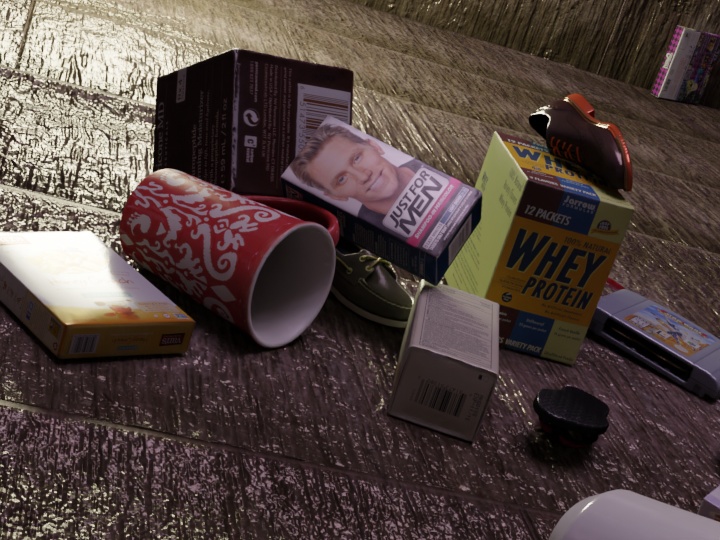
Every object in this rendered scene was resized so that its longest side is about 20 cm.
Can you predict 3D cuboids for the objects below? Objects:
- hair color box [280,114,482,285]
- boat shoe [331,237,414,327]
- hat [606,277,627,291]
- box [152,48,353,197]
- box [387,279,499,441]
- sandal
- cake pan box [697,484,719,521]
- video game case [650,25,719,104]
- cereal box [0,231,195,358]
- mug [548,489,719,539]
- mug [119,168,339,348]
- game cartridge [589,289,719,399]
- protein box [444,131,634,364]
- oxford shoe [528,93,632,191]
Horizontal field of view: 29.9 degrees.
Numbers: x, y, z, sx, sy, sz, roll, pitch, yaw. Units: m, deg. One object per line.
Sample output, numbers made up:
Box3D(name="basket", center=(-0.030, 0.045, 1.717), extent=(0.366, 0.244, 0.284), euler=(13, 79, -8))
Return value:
Box3D(name="hair color box", center=(0.022, -0.077, 1.460), extent=(0.199, 0.061, 0.100), euler=(27, 64, 18))
Box3D(name="boat shoe", center=(-0.002, 0.000, 1.551), extent=(0.072, 0.061, 0.201), euler=(1, 26, -42))
Box3D(name="hat", center=(0.228, -0.018, 1.761), extent=(0.199, 0.177, 0.165), euler=(-17, -8, 19))
Box3D(name="box", center=(-0.128, -0.153, 1.588), extent=(0.163, 0.167, 0.199), euler=(4, -5, -35))
Box3D(name="box", center=(0.088, 0.086, 1.374), extent=(0.094, 0.078, 0.200), euler=(18, 19, 1))
Box3D(name="sandal", center=(0.216, 0.154, 1.380), extent=(0.075, 0.045, 0.200), euler=(31, 7, 16))
Box3D(name="cake pan box", center=(0.435, 0.249, 1.257), extent=(0.199, 0.053, 0.184), euler=(32, 35, 31))
Box3D(name="video game case", center=(0.903, -0.564, 3.719), extent=(0.180, 0.201, 0.036), euler=(2, 24, -38))
Box3D(name="cereal box", center=(-0.270, 0.019, 1.282), extent=(0.143, 0.040, 0.200), euler=(-1, 27, -44))
Box3D(name="mug", center=(0.221, 0.253, 1.012), extent=(0.149, 0.188, 0.153), euler=(-36, 39, -27))
Box3D(name="mug", center=(-0.131, -0.020, 1.404), extent=(0.199, 0.134, 0.177), euler=(25, 13, 31))
Box3D(name="game cartridge", center=(0.383, 0.088, 1.694), extent=(0.199, 0.042, 0.133), euler=(32, 29, 25))
Box3D(name="protein box", center=(0.207, -0.031, 1.616), extent=(0.134, 0.201, 0.199), euler=(14, 19, -11))
Box3D(name="oxford shoe", center=(0.261, -0.143, 1.594), extent=(0.072, 0.072, 0.200), euler=(-15, 31, -9))
